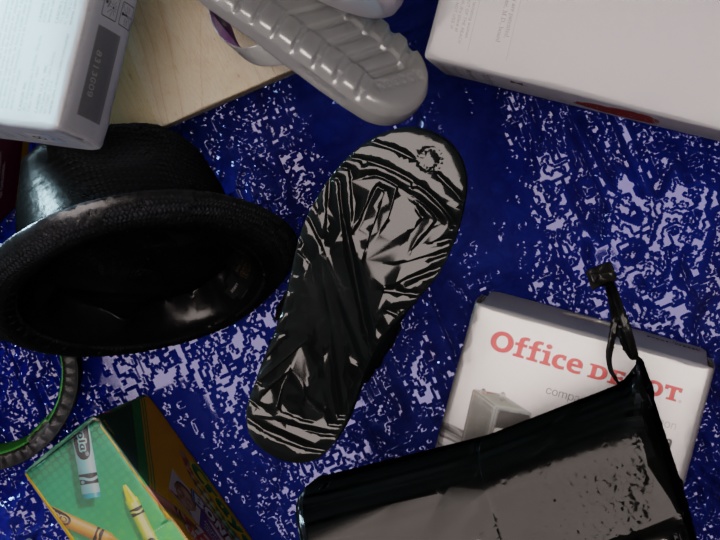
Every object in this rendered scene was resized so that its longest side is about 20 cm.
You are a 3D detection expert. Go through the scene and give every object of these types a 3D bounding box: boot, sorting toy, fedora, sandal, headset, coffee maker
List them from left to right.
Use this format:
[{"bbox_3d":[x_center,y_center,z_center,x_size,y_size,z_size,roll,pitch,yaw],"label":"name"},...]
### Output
[{"bbox_3d":[-0.261,0.031,1.188,0.123,0.094,0.200,-44,101,8],"label":"headset"},{"bbox_3d":[-0.136,-0.026,1.111,0.199,0.201,0.092,-22,65,8],"label":"fedora"},{"bbox_3d":[-0.120,-0.190,1.149,0.198,0.070,0.201,-22,90,8],"label":"sorting toy"},{"bbox_3d":[-0.052,-0.145,1.078,0.203,0.082,0.050,43,140,11],"label":"sandal"},{"bbox_3d":[0.000,0.000,1.085,0.076,0.168,0.201,25,104,-1],"label":"boot"},{"bbox_3d":[0.072,0.127,1.035,0.199,0.135,0.193,-17,66,9],"label":"coffee maker"}]

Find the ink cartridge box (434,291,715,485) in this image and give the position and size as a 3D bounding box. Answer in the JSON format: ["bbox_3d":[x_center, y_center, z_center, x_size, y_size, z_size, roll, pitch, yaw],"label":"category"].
[{"bbox_3d":[0.112,0.128,1.122,0.146,0.083,0.202,15,95,8],"label":"ink cartridge box"}]

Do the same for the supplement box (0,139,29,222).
[{"bbox_3d":[-0.289,-0.040,1.105,0.110,0.200,0.086,25,133,11],"label":"supplement box"}]

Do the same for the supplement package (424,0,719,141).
[{"bbox_3d":[0.150,-0.149,1.087,0.198,0.121,0.121,14,93,8],"label":"supplement package"}]

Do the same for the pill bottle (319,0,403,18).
[{"bbox_3d":[0.013,-0.247,1.016,0.113,0.114,0.201,27,85,6],"label":"pill bottle"}]

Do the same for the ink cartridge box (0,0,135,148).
[{"bbox_3d":[-0.215,-0.159,1.069,0.199,0.047,0.161,9,83,30],"label":"ink cartridge box"}]

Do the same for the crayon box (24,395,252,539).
[{"bbox_3d":[-0.104,0.175,1.136,0.058,0.119,0.201,-37,88,7],"label":"crayon box"}]

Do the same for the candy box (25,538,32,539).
[{"bbox_3d":[-0.197,0.287,1.181,0.136,0.061,0.200,-42,86,8],"label":"candy box"}]
